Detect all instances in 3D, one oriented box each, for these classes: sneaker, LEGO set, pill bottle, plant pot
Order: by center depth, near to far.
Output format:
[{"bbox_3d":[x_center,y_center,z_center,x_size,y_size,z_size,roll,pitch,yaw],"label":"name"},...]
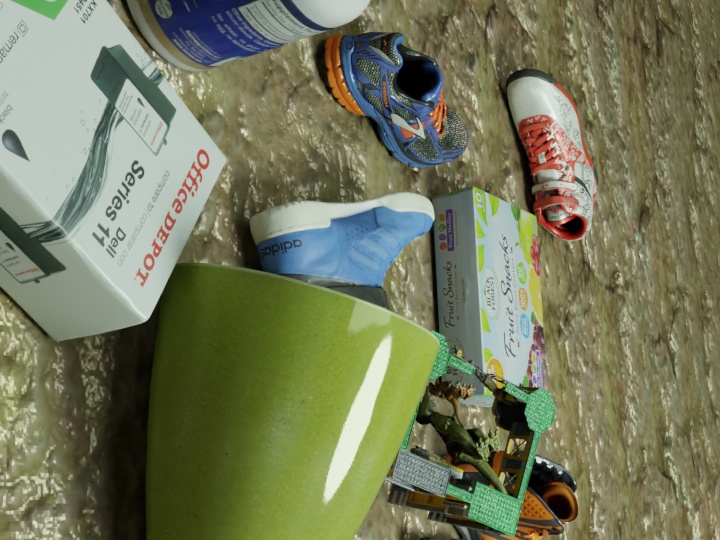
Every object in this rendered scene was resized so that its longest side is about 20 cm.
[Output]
[{"bbox_3d":[-0.061,0.121,0.747,0.187,0.186,0.202,30,71,-50],"label":"plant pot"},{"bbox_3d":[-0.056,-0.219,0.809,0.119,0.199,0.121,24,61,-52],"label":"pill bottle"},{"bbox_3d":[-0.001,0.000,0.941,0.199,0.076,0.112,-8,82,-54],"label":"sneaker"},{"bbox_3d":[0.053,0.132,0.953,0.199,0.115,0.155,19,76,-37],"label":"LEGO set"},{"bbox_3d":[0.048,-0.153,1.065,0.200,0.078,0.076,29,58,-51],"label":"sneaker"},{"bbox_3d":[0.156,0.246,1.085,0.201,0.111,0.078,59,38,-29],"label":"sneaker"},{"bbox_3d":[0.218,-0.125,1.334,0.202,0.067,0.108,56,37,-37],"label":"sneaker"}]

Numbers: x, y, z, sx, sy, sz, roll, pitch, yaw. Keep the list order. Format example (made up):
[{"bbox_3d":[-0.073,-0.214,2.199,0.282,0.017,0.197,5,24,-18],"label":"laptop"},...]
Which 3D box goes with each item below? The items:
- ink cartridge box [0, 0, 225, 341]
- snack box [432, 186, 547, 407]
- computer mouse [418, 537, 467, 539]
[{"bbox_3d":[-0.182,-0.079,0.679,0.200,0.083,0.147,53,41,-36],"label":"ink cartridge box"},{"bbox_3d":[0.130,0.032,1.163,0.142,0.053,0.202,15,68,-53],"label":"snack box"},{"bbox_3d":[0.083,0.334,1.013,0.109,0.044,0.202,23,56,-58],"label":"computer mouse"}]
